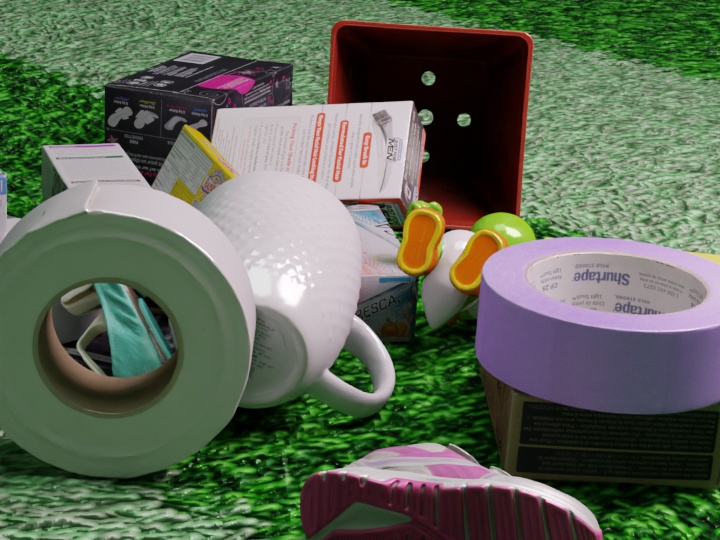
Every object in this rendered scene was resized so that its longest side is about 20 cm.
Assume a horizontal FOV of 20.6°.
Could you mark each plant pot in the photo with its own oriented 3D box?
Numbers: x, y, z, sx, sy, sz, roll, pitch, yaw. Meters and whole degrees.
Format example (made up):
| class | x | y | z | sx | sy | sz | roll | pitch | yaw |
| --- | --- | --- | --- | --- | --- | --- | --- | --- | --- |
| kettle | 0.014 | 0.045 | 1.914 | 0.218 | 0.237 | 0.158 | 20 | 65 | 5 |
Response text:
| class | x | y | z | sx | sy | sz | roll | pitch | yaw |
| --- | --- | --- | --- | --- | --- | --- | --- | --- | --- |
| plant pot | 0.067 | -0.154 | 2.046 | 0.199 | 0.200 | 0.176 | 4 | 9 | 1 |

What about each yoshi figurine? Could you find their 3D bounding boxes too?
| class | x | y | z | sx | sy | sz | roll | pitch | yaw |
| --- | --- | --- | --- | --- | --- | --- | --- | --- | --- |
| yoshi figurine | 0.099 | -0.017 | 1.675 | 0.112 | 0.113 | 0.200 | -22 | -13 | 9 |

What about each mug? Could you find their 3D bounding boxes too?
| class | x | y | z | sx | sy | sz | roll | pitch | yaw |
| --- | --- | --- | --- | --- | --- | --- | --- | --- | --- |
| mug | -0.056 | 0.039 | 1.537 | 0.200 | 0.148 | 0.175 | 37 | 23 | -13 |

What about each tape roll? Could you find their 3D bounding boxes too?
| class | x | y | z | sx | sy | sz | roll | pitch | yaw |
| --- | --- | --- | --- | --- | --- | --- | --- | --- | --- |
| tape roll | -0.175 | 0.042 | 1.404 | 0.202 | 0.203 | 0.071 | 3 | 20 | 0 |
| tape roll | 0.186 | 0.037 | 1.463 | 0.200 | 0.066 | 0.200 | 3 | 19 | -1 |

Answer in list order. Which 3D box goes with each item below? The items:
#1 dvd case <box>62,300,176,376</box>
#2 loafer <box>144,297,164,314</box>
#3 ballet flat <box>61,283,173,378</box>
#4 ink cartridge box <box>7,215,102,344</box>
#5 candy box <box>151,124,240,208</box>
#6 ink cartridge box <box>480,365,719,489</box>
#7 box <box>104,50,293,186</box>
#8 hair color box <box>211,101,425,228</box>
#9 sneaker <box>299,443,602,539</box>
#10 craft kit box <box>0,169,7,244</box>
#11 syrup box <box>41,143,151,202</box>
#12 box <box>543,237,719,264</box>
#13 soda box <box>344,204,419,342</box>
| class | x | y | z | sx | sy | sz | roll | pitch | yaw |
| --- | --- | --- | --- | --- | --- | --- | --- | --- | --- |
| dvd case | -0.157 | 0.056 | 1.649 | 0.148 | 0.016 | 0.200 | 12 | 20 | 21 |
| loafer | -0.146 | 0.015 | 1.662 | 0.200 | 0.072 | 0.063 | 1 | 35 | 13 |
| ballet flat | -0.194 | 0.030 | 1.539 | 0.070 | 0.067 | 0.200 | -25 | 58 | -1 |
| ink cartridge box | -0.326 | 0.008 | 1.625 | 0.200 | 0.084 | 0.145 | 12 | 20 | 40 |
| candy box | -0.156 | -0.063 | 1.865 | 0.026 | 0.102 | 0.200 | 28 | 9 | -26 |
| ink cartridge box | 0.183 | 0.091 | 1.517 | 0.164 | 0.075 | 0.200 | 4 | 19 | -2 |
| box | -0.170 | -0.154 | 2.100 | 0.132 | 0.115 | 0.200 | 9 | 19 | 20 |
| hair color box | -0.044 | -0.099 | 1.914 | 0.200 | 0.064 | 0.111 | -1 | 61 | 17 |
| sneaker | 0.066 | 0.154 | 1.308 | 0.200 | 0.082 | 0.088 | 11 | 22 | 19 |
| craft kit box | -0.353 | 0.027 | 1.425 | 0.200 | 0.198 | 0.049 | -5 | 18 | -24 |
| syrup box | -0.244 | -0.055 | 1.857 | 0.081 | 0.079 | 0.200 | -3 | 20 | -17 |
| box | 0.245 | 0.024 | 1.632 | 0.200 | 0.075 | 0.050 | 7 | 40 | 3 |
| soda box | 0.000 | 0.000 | 1.765 | 0.068 | 0.064 | 0.200 | 0 | 20 | -11 |
